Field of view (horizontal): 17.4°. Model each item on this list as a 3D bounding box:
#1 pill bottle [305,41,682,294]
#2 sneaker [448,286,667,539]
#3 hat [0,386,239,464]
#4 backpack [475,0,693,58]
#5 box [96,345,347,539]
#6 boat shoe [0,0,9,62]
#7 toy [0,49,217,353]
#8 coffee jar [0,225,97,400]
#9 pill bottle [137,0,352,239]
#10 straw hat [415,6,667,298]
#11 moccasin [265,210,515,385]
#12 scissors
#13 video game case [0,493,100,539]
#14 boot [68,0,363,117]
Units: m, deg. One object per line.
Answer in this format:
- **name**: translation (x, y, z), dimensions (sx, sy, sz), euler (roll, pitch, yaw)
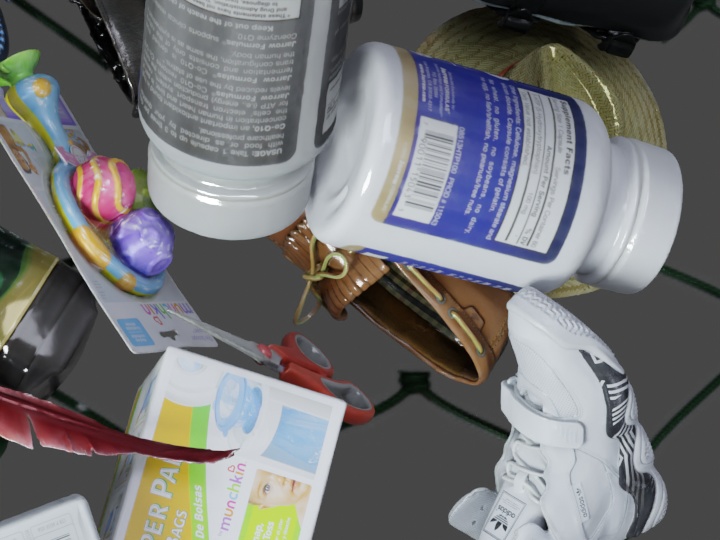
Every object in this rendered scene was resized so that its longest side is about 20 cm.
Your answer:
- **pill bottle**: translation (0.079, -0.052, 1.363), dimensions (0.199, 0.120, 0.120), euler (14, 70, -20)
- **sneaker**: translation (0.105, 0.109, 1.371), dimensions (0.115, 0.075, 0.200), euler (-39, 130, -15)
- **hat**: translation (-0.210, 0.063, 1.291), dimensions (0.176, 0.166, 0.201), euler (-29, 91, -23)
- **backpack**: translation (0.133, -0.256, 1.479), dimensions (0.177, 0.151, 0.200), euler (9, 39, -18)
- **box**: translation (-0.093, 0.161, 1.324), dimensions (0.112, 0.101, 0.201), euler (17, 70, -10)
- **boat shoe**: translation (-0.278, -0.202, 1.401), dimensions (0.084, 0.069, 0.200), euler (-36, 87, -22)
- **toy**: translation (-0.146, -0.046, 1.359), dimensions (0.047, 0.115, 0.200), euler (-40, 77, 17)
- **coffee jar**: translation (-0.246, 0.000, 1.330), dimensions (0.200, 0.104, 0.086), euler (33, 69, -5)
- **pill bottle**: translation (-0.064, -0.122, 1.290), dimensions (0.113, 0.201, 0.114), euler (6, 40, -5)
- **straw hat**: translation (0.123, -0.090, 1.471), dimensions (0.200, 0.085, 0.202), euler (4, 73, -14)
- **moccasin**: translation (-0.001, 0.001, 1.417), dimensions (0.201, 0.074, 0.078), euler (37, 50, -12)
- **scissors**: translation (-0.046, 0.054, 1.338), dimensions (0.014, 0.200, 0.073), euler (-44, 70, 10)
- **video game case**: translation (-0.195, 0.239, 1.202), dimensions (0.181, 0.023, 0.201), euler (-20, 97, -19)
- **boot**: translation (-0.105, -0.208, 1.455), dimensions (0.173, 0.069, 0.201), euler (-18, 74, -14)
